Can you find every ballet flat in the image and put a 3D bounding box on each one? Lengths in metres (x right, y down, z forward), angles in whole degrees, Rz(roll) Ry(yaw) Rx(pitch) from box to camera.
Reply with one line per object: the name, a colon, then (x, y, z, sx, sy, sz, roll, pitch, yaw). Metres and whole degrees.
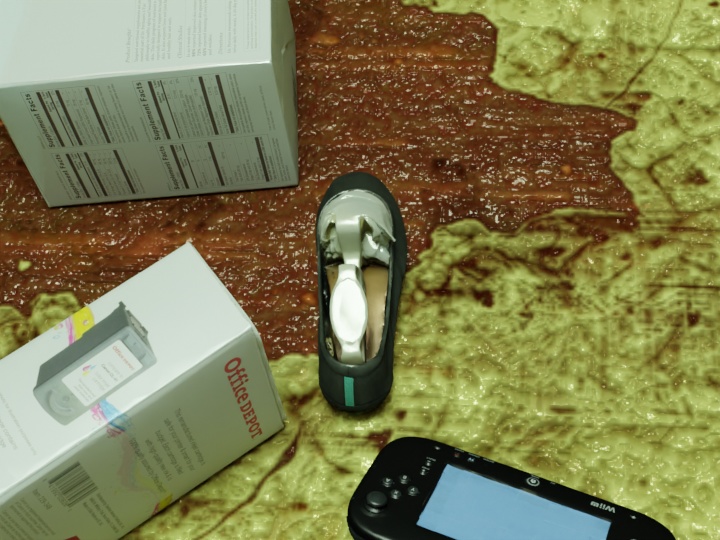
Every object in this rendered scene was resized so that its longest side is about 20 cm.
ballet flat: (0.000, 0.000, 0.857, 0.067, 0.069, 0.202, -5, 58, 4)

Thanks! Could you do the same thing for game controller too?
game controller: (0.093, 0.161, 0.753, 0.198, 0.042, 0.105, 18, 42, 15)

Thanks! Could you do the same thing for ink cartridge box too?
ink cartridge box: (-0.157, 0.096, 0.771, 0.199, 0.148, 0.086, -34, 63, -15)

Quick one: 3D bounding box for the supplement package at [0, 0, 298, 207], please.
supplement package: (-0.154, -0.158, 0.920, 0.198, 0.151, 0.153, -5, 59, 3)
